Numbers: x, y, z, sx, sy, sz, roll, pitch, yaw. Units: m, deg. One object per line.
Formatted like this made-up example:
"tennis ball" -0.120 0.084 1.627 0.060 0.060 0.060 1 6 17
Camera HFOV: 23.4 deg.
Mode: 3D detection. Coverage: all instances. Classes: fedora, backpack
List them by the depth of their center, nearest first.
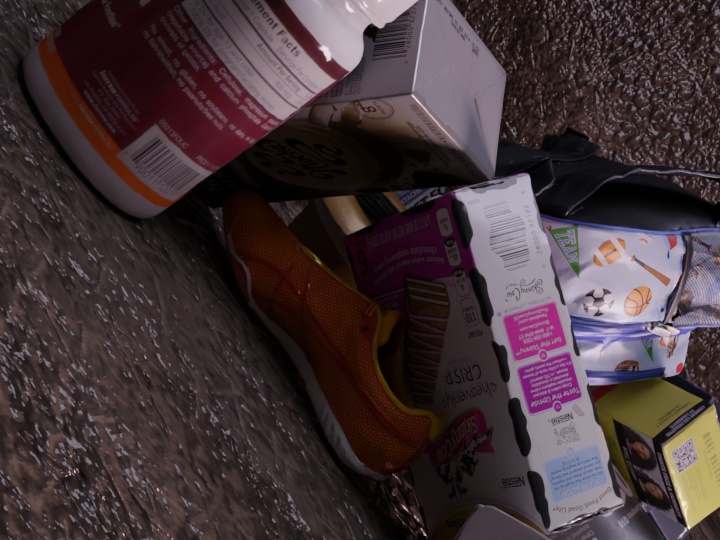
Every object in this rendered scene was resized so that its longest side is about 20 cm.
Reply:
"backpack" 0.139 -0.013 1.140 0.190 0.155 0.199 6 10 -44
"fedora" 0.000 0.000 1.197 0.201 0.082 0.201 51 12 -15

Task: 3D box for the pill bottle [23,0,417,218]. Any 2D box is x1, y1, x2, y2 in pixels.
"pill bottle" -0.071 -0.129 0.931 0.114 0.200 0.114 52 9 -13

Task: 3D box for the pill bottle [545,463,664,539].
"pill bottle" 0.142 0.190 1.149 0.201 0.113 0.113 56 10 7

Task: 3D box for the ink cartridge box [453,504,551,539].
"ink cartridge box" 0.135 0.223 0.940 0.146 0.083 0.200 24 -14 43

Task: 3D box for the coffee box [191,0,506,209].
"coffee box" -0.028 -0.101 1.035 0.113 0.199 0.080 41 52 -52

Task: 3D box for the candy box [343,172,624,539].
"candy box" 0.069 0.057 1.034 0.136 0.061 0.201 -21 -95 60

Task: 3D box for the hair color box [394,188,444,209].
"hair color box" 0.025 -0.079 1.500 0.200 0.111 0.064 53 9 -5

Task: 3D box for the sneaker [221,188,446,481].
"sneaker" -0.016 0.029 1.041 0.201 0.077 0.073 56 11 14

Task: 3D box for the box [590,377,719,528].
"box" 0.170 0.101 1.192 0.200 0.050 0.076 30 -33 56

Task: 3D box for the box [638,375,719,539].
"box" 0.186 0.118 1.390 0.199 0.105 0.148 32 -10 27

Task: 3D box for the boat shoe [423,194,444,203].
"boat shoe" 0.111 -0.029 1.310 0.069 0.071 0.200 43 15 28
